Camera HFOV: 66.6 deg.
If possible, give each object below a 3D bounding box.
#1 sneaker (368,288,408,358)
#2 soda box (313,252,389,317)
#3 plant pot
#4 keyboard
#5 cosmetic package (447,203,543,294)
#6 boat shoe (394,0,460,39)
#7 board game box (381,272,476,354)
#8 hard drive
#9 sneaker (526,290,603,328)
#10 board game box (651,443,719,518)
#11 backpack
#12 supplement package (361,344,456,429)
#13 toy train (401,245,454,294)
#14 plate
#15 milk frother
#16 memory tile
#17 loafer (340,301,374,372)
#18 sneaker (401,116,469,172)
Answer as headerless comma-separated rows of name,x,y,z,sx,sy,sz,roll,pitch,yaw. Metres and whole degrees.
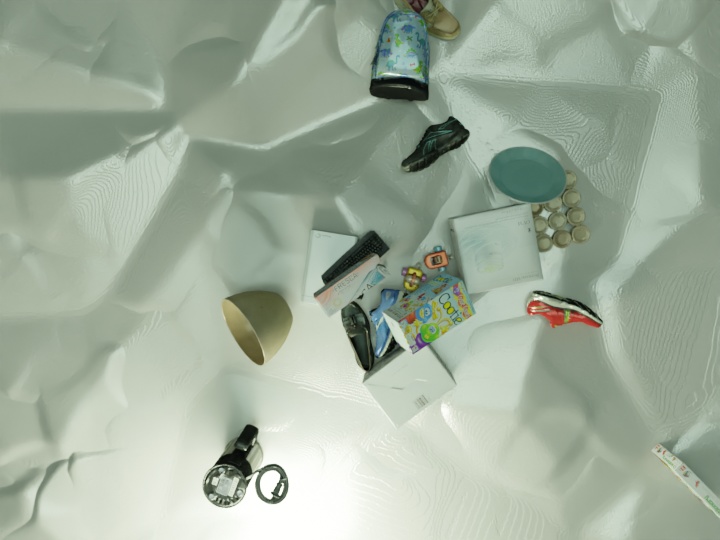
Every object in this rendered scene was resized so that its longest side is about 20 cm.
sneaker,0.067,0.141,1.491,0.089,0.078,0.201,19,102,24
soda box,-0.025,0.037,1.441,0.199,0.064,0.069,-35,101,-5
plant pot,-0.260,0.132,1.460,0.134,0.200,0.201,-32,93,-30
keyboard,0.000,0.000,1.484,0.200,0.021,0.127,-43,104,-3
cosmetic package,0.348,-0.057,1.427,0.198,0.123,0.202,-12,96,4
boat shoe,0.172,-0.669,1.411,0.199,0.066,0.074,32,96,0
board game box,0.175,0.108,1.401,0.199,0.105,0.103,-31,109,-12
hard drive,-0.085,-0.004,1.503,0.131,0.027,0.202,9,95,2
sneaker,0.541,0.118,1.463,0.199,0.077,0.085,19,107,8
board game box,0.876,0.560,1.446,0.035,0.126,0.200,-45,91,5
backpack,0.108,-0.555,1.399,0.162,0.154,0.202,10,83,9
supplement package,0.130,0.291,1.473,0.200,0.111,0.156,-37,91,6
toy train,0.190,0.040,1.476,0.149,0.056,0.202,-9,94,4
plate,0.428,-0.241,1.410,0.198,0.026,0.201,0,56,1
milk frother,-0.290,0.543,1.479,0.200,0.188,0.181,39,97,-1
memory tile,0.518,-0.156,1.461,0.152,0.017,0.201,-15,94,4
loafer,-0.002,0.179,1.485,0.071,0.063,0.201,-17,101,1
sneaker,0.188,-0.331,1.446,0.199,0.075,0.080,-31,79,-1
